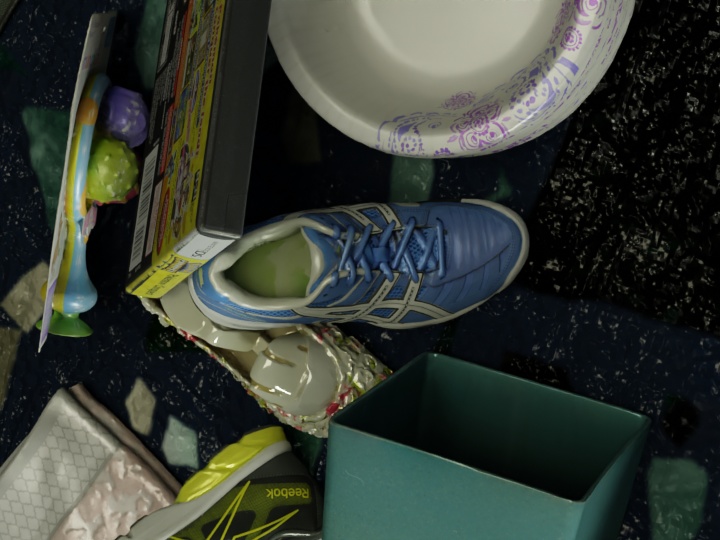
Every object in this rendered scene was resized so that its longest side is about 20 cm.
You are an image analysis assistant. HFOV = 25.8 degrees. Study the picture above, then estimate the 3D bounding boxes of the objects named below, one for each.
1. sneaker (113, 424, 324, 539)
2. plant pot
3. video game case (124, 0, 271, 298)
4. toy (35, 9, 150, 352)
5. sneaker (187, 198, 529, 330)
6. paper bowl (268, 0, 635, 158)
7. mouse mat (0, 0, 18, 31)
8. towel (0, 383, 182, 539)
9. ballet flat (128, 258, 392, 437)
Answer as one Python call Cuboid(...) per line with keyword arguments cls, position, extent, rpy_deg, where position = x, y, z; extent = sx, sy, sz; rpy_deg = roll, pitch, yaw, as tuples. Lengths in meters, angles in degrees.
Cuboid(cls="sneaker", position=(-0.102, 0.183, 0.943), extent=(0.200, 0.075, 0.085), rpy_deg=(-44, 77, -6))
Cuboid(cls="plant pot", position=(0.058, 0.174, 0.875), extent=(0.140, 0.141, 0.202), rpy_deg=(16, 108, 21))
Cuboid(cls="video game case", position=(-0.088, -0.097, 0.875), extent=(0.025, 0.181, 0.202), rpy_deg=(11, 76, -18))
Cuboid(cls="toy", position=(-0.158, -0.055, 0.970), extent=(0.047, 0.115, 0.202), rpy_deg=(14, 100, -5))
Cuboid(cls="sneaker", position=(0.000, 0.000, 0.890), extent=(0.198, 0.077, 0.076), rpy_deg=(-10, 87, -2))
Cuboid(cls="paper bowl", position=(0.052, -0.163, 0.862), extent=(0.199, 0.104, 0.202), rpy_deg=(3, 96, 23))
Cuboid(cls="mouse mat", position=(-0.322, -0.174, 1.075), extent=(0.161, 0.008, 0.200), rpy_deg=(42, 110, 15))
Cuboid(cls="towel", position=(-0.182, 0.206, 1.037), extent=(0.191, 0.032, 0.200), rpy_deg=(44, 110, 14))
Cuboid(cls="ballet flat", position=(-0.065, 0.045, 0.954), extent=(0.199, 0.064, 0.076), rpy_deg=(32, 105, 17))
